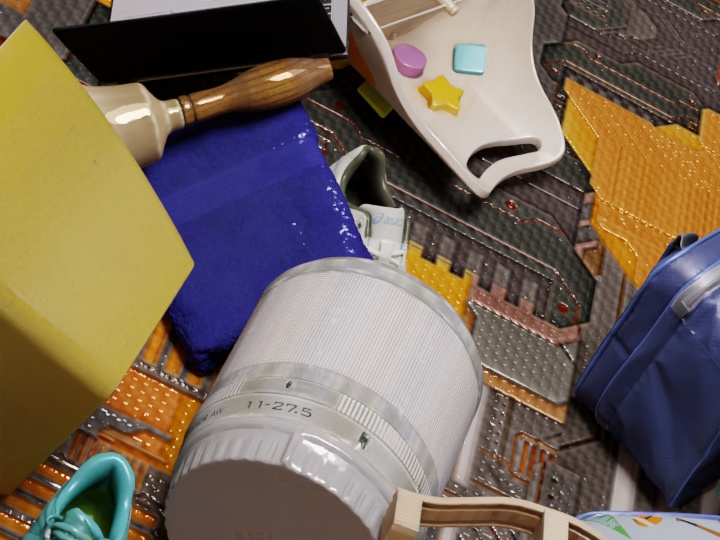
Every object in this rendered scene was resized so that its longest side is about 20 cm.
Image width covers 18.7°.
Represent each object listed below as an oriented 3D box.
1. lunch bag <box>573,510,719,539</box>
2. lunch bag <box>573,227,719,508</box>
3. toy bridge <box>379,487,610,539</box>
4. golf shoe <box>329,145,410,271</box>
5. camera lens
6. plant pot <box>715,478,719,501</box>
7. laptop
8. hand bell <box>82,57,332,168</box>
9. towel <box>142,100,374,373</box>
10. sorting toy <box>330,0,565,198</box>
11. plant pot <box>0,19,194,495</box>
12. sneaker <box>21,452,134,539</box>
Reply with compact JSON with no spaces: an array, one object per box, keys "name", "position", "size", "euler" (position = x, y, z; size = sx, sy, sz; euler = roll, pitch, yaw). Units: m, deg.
[{"name":"lunch bag","position":[0.202,0.233,1.314],"size":[0.159,0.076,0.201],"euler":[6,37,-18]},{"name":"lunch bag","position":[0.248,0.052,1.566],"size":[0.135,0.201,0.132],"euler":[-25,63,-40]},{"name":"toy bridge","position":[0.109,0.166,1.265],"size":[0.198,0.027,0.067],"euler":[20,33,-6]},{"name":"golf shoe","position":[0.000,0.000,1.532],"size":[0.078,0.097,0.201],"euler":[8,48,-29]},{"name":"camera lens","position":[-0.020,0.103,1.364],"size":[0.159,0.160,0.201],"euler":[31,44,-3]},{"name":"plant pot","position":[0.335,0.156,1.535],"size":[0.134,0.201,0.200],"euler":[41,40,22]},{"name":"laptop","position":[-0.108,-0.202,1.578],"size":[0.185,0.117,0.201],"euler":[-6,44,7]},{"name":"hand bell","position":[-0.113,-0.110,1.503],"size":[0.198,0.105,0.105],"euler":[-16,57,-15]},{"name":"towel","position":[-0.083,-0.035,1.517],"size":[0.147,0.050,0.201],"euler":[-24,59,-3]},{"name":"sorting toy","position":[0.076,-0.144,1.729],"size":[0.199,0.107,0.181],"euler":[-24,73,-45]},{"name":"plant pot","position":[-0.221,0.011,1.313],"size":[0.176,0.200,0.200],"euler":[40,39,-9]},{"name":"sneaker","position":[-0.176,0.175,1.239],"size":[0.077,0.080,0.200],"euler":[24,32,-3]}]
